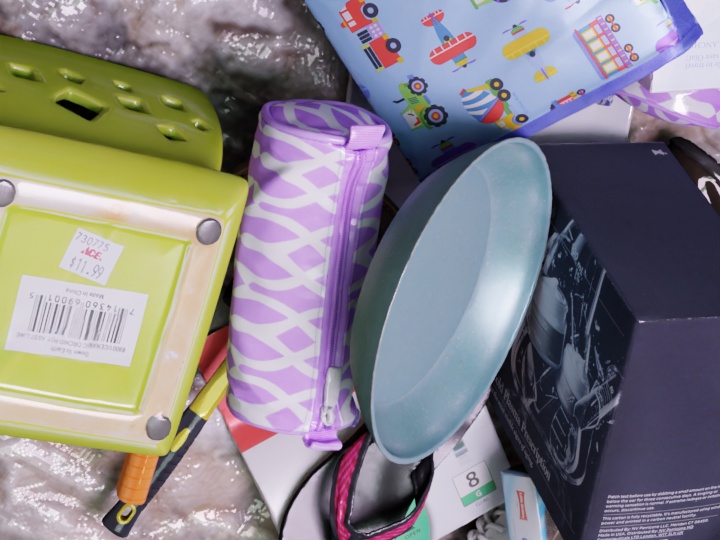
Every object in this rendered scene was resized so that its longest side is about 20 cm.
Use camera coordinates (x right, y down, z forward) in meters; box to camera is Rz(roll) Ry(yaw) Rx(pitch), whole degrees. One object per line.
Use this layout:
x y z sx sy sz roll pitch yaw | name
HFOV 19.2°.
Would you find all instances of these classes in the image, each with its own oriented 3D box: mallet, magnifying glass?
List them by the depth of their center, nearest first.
-0.115 0.048 1.301 0.022 0.080 0.202 12 105 -16 | magnifying glass
-0.090 0.090 1.347 0.065 0.041 0.201 28 96 -8 | mallet

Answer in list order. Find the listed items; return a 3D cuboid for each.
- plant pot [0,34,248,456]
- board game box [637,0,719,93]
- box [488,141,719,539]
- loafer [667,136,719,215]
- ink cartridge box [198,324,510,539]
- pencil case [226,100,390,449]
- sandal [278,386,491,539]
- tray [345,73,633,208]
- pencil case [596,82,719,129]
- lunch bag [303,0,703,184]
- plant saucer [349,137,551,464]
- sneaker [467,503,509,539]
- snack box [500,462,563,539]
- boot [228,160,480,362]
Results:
-0.180 -0.008 1.207 0.198 0.182 0.201 11 107 -25 | plant pot
0.261 -0.210 1.246 0.198 0.043 0.201 -4 113 -15 | board game box
0.162 0.047 1.327 0.103 0.200 0.183 -1 123 -18 | box
0.232 0.005 1.423 0.071 0.073 0.201 -29 119 -9 | loafer
0.000 0.100 1.395 0.160 0.050 0.201 -28 120 -7 | ink cartridge box
-0.030 0.001 1.237 0.083 0.085 0.202 -3 111 -24 | pencil case
0.015 0.133 1.366 0.075 0.045 0.201 35 89 -15 | sandal
0.077 -0.084 1.359 0.198 0.022 0.108 1 110 -20 | tray
0.220 -0.183 1.325 0.085 0.084 0.202 7 106 -58 | pencil case
0.087 -0.159 1.217 0.199 0.094 0.151 -21 111 36 | lunch bag
0.047 0.013 1.232 0.200 0.036 0.201 -46 148 -39 | plant saucer
0.105 0.184 1.462 0.199 0.073 0.071 -27 110 -18 | sneaker
0.183 0.166 1.432 0.199 0.037 0.117 -16 103 -37 | snack box
0.000 0.000 1.315 0.199 0.076 0.074 30 126 -18 | boot
